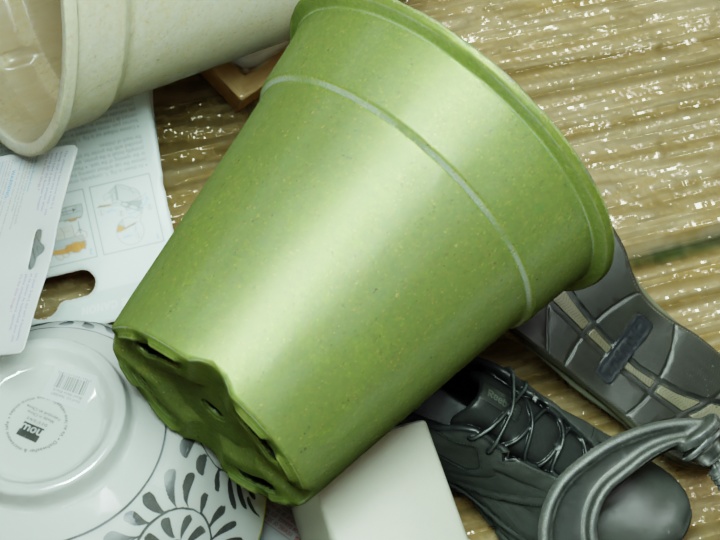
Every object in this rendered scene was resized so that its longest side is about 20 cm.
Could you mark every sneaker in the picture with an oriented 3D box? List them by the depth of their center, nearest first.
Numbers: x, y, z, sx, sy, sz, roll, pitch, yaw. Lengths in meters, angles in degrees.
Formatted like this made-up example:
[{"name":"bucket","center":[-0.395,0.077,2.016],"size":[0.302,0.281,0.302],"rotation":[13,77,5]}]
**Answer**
[{"name":"sneaker","center":[0.078,0.093,1.229],"size":[0.199,0.091,0.076],"rotation":[21,62,3]}]

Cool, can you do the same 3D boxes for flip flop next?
[{"name":"flip flop","center":[0.128,0.027,1.277],"size":[0.200,0.058,0.081],"rotation":[43,82,-9]}]

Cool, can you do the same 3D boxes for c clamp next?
[{"name":"c clamp","center":[0.191,0.153,1.215],"size":[0.171,0.027,0.200],"rotation":[-42,98,-8]}]

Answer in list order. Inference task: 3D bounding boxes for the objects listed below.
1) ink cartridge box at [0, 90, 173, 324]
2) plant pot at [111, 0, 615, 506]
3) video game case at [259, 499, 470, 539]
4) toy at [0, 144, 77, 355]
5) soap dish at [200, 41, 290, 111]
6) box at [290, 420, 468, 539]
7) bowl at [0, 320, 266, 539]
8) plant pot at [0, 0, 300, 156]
[{"name":"ink cartridge box","center":[-0.186,-0.062,1.289],"size":[0.159,0.047,0.201],"rotation":[-13,87,1]},{"name":"plant pot","center":[-0.015,0.002,1.127],"size":[0.200,0.200,0.190],"rotation":[38,70,13]},{"name":"video game case","center":[-0.055,0.166,1.216],"size":[0.199,0.024,0.182],"rotation":[34,66,10]},{"name":"toy","center":[-0.224,0.007,1.218],"size":[0.199,0.047,0.116],"rotation":[-5,60,31]},{"name":"soap dish","center":[-0.074,-0.197,1.363],"size":[0.157,0.081,0.200],"rotation":[-37,72,-21]},{"name":"box","center":[0.029,0.183,1.161],"size":[0.068,0.082,0.201],"rotation":[-14,69,-14]},{"name":"bowl","center":[-0.150,0.095,1.180],"size":[0.199,0.094,0.202],"rotation":[-3,57,4]},{"name":"plant pot","center":[-0.103,-0.174,1.195],"size":[0.182,0.201,0.201],"rotation":[-14,65,-26]}]
